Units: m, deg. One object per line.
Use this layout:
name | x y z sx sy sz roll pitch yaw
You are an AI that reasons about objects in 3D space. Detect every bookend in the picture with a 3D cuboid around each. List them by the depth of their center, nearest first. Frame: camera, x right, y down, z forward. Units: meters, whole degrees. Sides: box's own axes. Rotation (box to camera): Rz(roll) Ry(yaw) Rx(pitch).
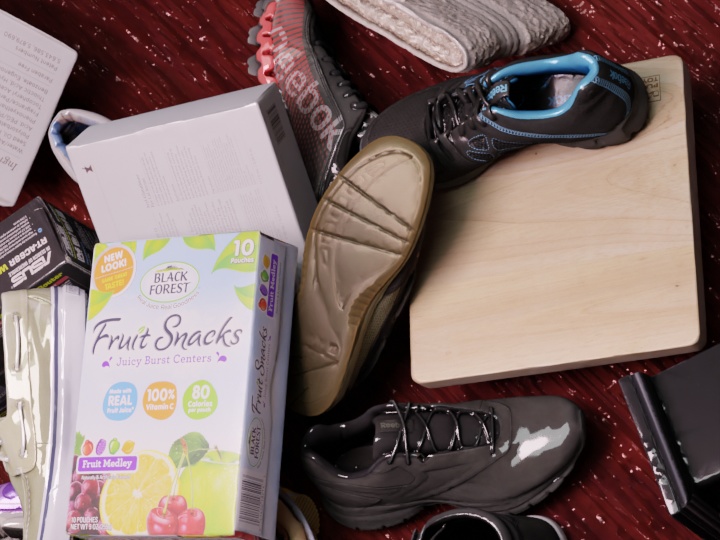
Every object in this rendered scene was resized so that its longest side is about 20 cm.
bookend | 0.287 0.089 1.462 0.199 0.199 0.092 -27 62 15

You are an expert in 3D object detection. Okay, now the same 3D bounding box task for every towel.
towel | 0.039 -0.201 1.719 0.200 0.132 0.035 33 125 29

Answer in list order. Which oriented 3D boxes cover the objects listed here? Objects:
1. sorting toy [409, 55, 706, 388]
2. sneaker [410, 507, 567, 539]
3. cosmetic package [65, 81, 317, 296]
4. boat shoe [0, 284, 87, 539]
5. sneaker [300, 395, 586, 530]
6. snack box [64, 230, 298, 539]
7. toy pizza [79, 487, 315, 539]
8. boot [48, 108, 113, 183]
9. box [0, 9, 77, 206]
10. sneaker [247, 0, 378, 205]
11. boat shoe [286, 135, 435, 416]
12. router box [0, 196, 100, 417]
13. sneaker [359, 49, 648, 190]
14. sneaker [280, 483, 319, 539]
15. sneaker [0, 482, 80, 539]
sorting toy | 0.136 -0.024 1.645 0.199 0.070 0.200 -9 70 22
sneaker | 0.032 0.209 1.602 0.199 0.099 0.071 -29 65 16
cosmetic package | -0.100 -0.017 1.702 0.150 0.052 0.201 -12 108 20
boat shoe | -0.220 0.110 1.670 0.062 0.072 0.201 2 85 -5
sneaker | 0.052 0.120 1.623 0.199 0.091 0.076 -16 54 18
snack box | -0.119 0.080 1.620 0.142 0.053 0.201 -3 75 32
toy pizza | -0.120 0.220 1.631 0.199 0.032 0.201 -10 64 21
boot | -0.149 -0.044 1.771 0.200 0.096 0.074 37 91 30
box | -0.352 -0.150 1.810 0.199 0.200 0.131 12 78 56
sneaker | -0.024 -0.116 1.750 0.097 0.071 0.201 -15 70 21
boat shoe | 0.001 0.001 1.633 0.072 0.066 0.202 27 107 19
router box | -0.259 0.045 1.764 0.200 0.150 0.062 -34 62 12
sneaker | 0.084 -0.108 1.609 0.199 0.082 0.074 -14 70 22
sneaker | -0.105 0.234 1.681 0.090 0.075 0.201 19 76 35
sneaker | -0.213 0.164 1.761 0.199 0.081 0.084 -5 57 14
